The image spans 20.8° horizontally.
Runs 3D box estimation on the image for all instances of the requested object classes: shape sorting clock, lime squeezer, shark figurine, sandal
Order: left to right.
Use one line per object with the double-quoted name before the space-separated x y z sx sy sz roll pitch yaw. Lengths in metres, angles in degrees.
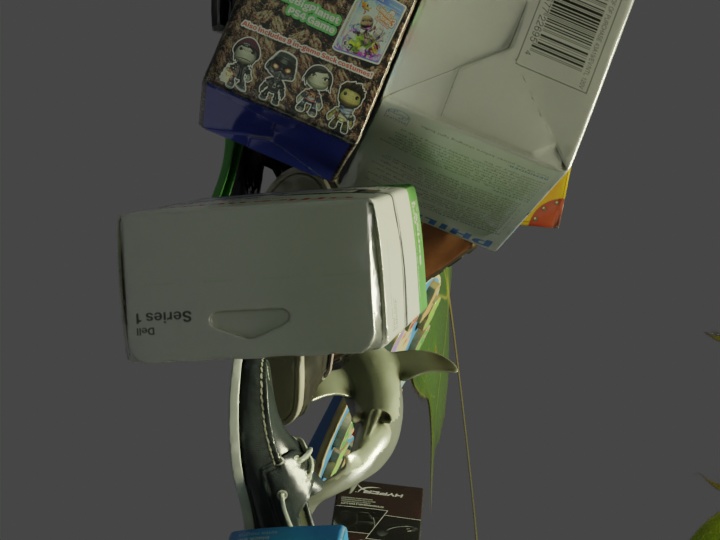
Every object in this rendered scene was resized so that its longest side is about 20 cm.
"sandal" -0.064 -0.093 1.363 0.075 0.048 0.201 48 41 -76
"lime squeezer" -0.054 -0.119 1.305 0.200 0.071 0.038 -49 112 -19
"shark figurine" -0.002 0.128 1.441 0.215 0.127 0.090 -73 169 -48
"shape sorting clock" 0.016 0.091 1.603 0.200 0.039 0.200 -57 172 -12

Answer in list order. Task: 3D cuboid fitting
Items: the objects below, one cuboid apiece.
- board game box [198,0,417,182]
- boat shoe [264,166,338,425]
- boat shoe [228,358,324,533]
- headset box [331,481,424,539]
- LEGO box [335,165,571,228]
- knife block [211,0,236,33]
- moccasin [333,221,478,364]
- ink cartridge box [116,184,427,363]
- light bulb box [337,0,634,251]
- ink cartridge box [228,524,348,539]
"board game box" -0.016 -0.172 1.196 0.159 0.096 0.201 135 -22 -82
"boat shoe" -0.042 0.011 1.335 0.057 0.067 0.201 -42 147 -54
"boat shoe" -0.054 0.146 1.322 0.076 0.060 0.201 -81 167 -66
"headset box" 0.003 0.289 1.561 0.200 0.077 0.149 -79 175 -54
"LEGO box" 0.045 -0.102 1.471 0.149 0.199 0.078 -106 -157 -64
"knife block" -0.075 -0.250 1.353 0.200 0.176 0.064 42 -12 22
"moccasin" 0.000 0.001 1.404 0.078 0.201 0.074 39 32 -20
"ink cartridge box" -0.045 -0.002 1.125 0.200 0.145 0.085 -29 115 -82
"light bulb box" 0.087 -0.142 1.272 0.200 0.124 0.199 123 -10 -75
"ink cartridge box" -0.050 0.272 1.225 0.200 0.085 0.147 -71 157 -67
